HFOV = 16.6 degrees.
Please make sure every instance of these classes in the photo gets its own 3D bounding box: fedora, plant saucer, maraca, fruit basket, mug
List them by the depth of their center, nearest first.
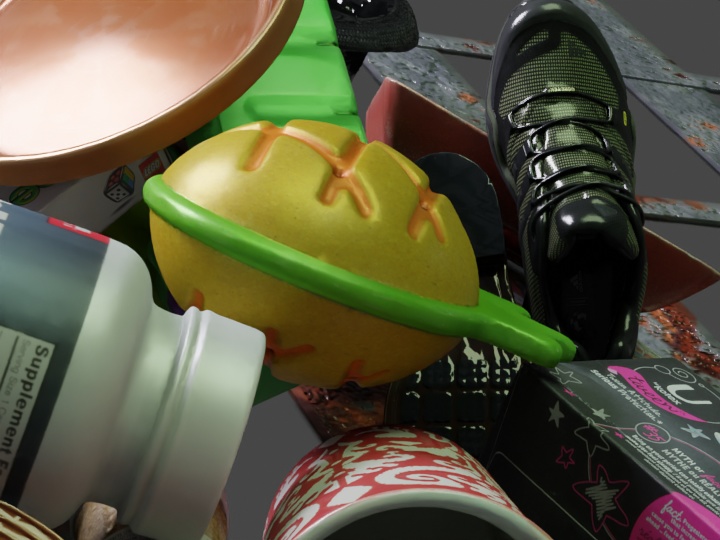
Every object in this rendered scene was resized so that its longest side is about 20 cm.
[{"bbox_3d":[0.015,0.152,0.964,0.133,0.178,0.200,-1,8,-3],"label":"mug"},{"bbox_3d":[0.000,0.000,1.038,0.199,0.107,0.137,20,11,-27],"label":"maraca"},{"bbox_3d":[-0.118,-0.109,1.120,0.200,0.032,0.201,-13,43,13],"label":"plant saucer"},{"bbox_3d":[-0.099,-0.029,1.186,0.215,0.156,0.216,2,54,-3],"label":"fruit basket"},{"bbox_3d":[0.086,-0.030,1.334,0.200,0.037,0.200,30,-3,-2],"label":"plant saucer"},{"bbox_3d":[-0.065,-0.153,1.597,0.200,0.092,0.201,16,24,-7],"label":"fedora"}]

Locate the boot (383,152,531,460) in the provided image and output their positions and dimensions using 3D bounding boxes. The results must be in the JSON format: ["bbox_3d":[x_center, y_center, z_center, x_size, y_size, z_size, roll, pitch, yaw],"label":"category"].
[{"bbox_3d":[0.050,0.051,1.215,0.074,0.201,0.097,-1,-16,5],"label":"boot"}]

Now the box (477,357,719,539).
[{"bbox_3d":[0.145,0.145,1.067,0.114,0.133,0.200,1,30,-43],"label":"box"}]

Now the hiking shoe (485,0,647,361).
[{"bbox_3d":[0.109,-0.037,1.182,0.075,0.201,0.101,-8,-1,-10],"label":"hiking shoe"}]

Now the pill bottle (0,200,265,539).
[{"bbox_3d":[-0.144,0.033,0.951,0.199,0.120,0.120,19,23,-8],"label":"pill bottle"}]

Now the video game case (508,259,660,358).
[{"bbox_3d":[0.113,0.039,1.346,0.200,0.023,0.182,39,13,37],"label":"video game case"}]

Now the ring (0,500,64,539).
[{"bbox_3d":[-0.166,0.152,0.844,0.200,0.019,0.201,9,52,-12],"label":"ring"}]

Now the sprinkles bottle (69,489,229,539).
[{"bbox_3d":[-0.080,0.141,0.980,0.068,0.068,0.200,13,24,-14],"label":"sprinkles bottle"}]

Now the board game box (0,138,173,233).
[{"bbox_3d":[-0.196,-0.015,1.107,0.200,0.035,0.126,-41,42,-22],"label":"board game box"}]
